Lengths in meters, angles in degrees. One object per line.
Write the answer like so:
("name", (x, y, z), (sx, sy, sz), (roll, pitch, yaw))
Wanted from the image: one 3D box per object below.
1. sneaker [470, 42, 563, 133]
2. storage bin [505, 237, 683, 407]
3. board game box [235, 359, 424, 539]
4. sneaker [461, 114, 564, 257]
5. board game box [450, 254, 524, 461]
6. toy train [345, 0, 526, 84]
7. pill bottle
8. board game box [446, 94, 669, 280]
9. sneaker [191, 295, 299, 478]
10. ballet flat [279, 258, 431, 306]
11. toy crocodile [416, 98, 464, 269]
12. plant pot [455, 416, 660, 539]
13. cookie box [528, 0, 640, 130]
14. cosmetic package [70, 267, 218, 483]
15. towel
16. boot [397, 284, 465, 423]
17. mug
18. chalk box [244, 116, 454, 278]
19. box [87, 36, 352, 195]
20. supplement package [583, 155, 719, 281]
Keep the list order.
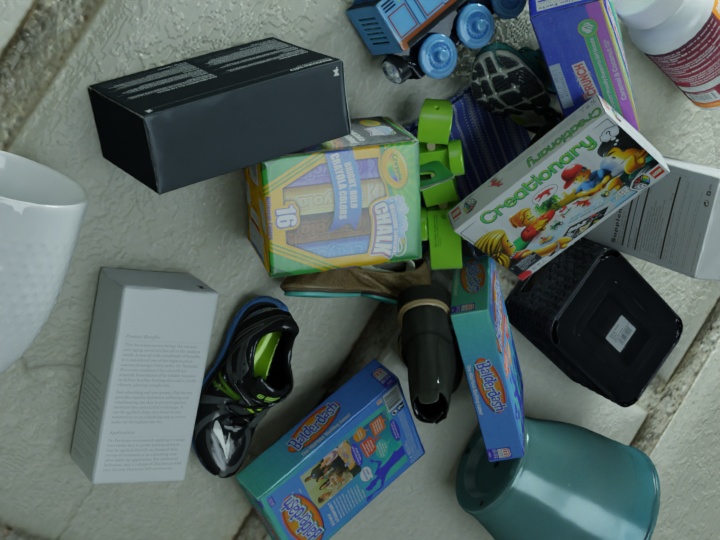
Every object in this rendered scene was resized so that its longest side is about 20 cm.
("sneaker", (0.179, -0.209, 1.337), (0.200, 0.077, 0.080), (21, 63, -56))
("storage bin", (0.290, 0.061, 1.502), (0.200, 0.094, 0.135), (40, 83, -35))
("board game box", (-0.028, 0.214, 1.345), (0.200, 0.045, 0.152), (-39, 140, -18))
("sneaker", (0.186, -0.087, 1.368), (0.200, 0.075, 0.078), (-42, 167, 11))
("board game box", (0.147, 0.092, 1.389), (0.045, 0.152, 0.200), (-11, 118, 13))
("toy train", (0.086, -0.281, 1.261), (0.200, 0.087, 0.114), (-42, 115, -17))
("pill bottle", (0.385, -0.284, 1.436), (0.200, 0.110, 0.110), (33, 87, -36))
("board game box", (0.205, -0.082, 1.268), (0.200, 0.035, 0.126), (-39, 132, 23))
("sneaker", (-0.119, 0.126, 1.266), (0.071, 0.083, 0.200), (16, 101, -36))
("ballet flat", (0.000, 0.000, 1.316), (0.200, 0.068, 0.072), (7, 89, -36))
("toy crocodile", (0.086, -0.088, 1.317), (0.067, 0.062, 0.200), (-6, 120, 9))
("plant pot", (0.225, 0.269, 1.482), (0.188, 0.200, 0.200), (29, 89, -21))
("cookie box", (0.229, -0.261, 1.277), (0.075, 0.200, 0.171), (-14, 133, 17))
("cosmetic package", (-0.215, 0.104, 1.204), (0.101, 0.071, 0.200), (5, 103, -34))
("towel", (0.112, -0.121, 1.368), (0.200, 0.024, 0.145), (-36, 123, -18))
("boot", (0.077, 0.126, 1.331), (0.077, 0.139, 0.200), (-10, 146, 11))
("mug", (-0.354, -0.011, 1.047), (0.200, 0.148, 0.176), (19, 104, -5))
("chalk box", (-0.009, -0.079, 1.214), (0.200, 0.124, 0.124), (-6, 110, -13))
("box", (-0.130, -0.149, 1.131), (0.200, 0.141, 0.079), (-20, 116, -25))
("supplement package", (0.377, -0.068, 1.447), (0.121, 0.200, 0.120), (4, 103, -33))
